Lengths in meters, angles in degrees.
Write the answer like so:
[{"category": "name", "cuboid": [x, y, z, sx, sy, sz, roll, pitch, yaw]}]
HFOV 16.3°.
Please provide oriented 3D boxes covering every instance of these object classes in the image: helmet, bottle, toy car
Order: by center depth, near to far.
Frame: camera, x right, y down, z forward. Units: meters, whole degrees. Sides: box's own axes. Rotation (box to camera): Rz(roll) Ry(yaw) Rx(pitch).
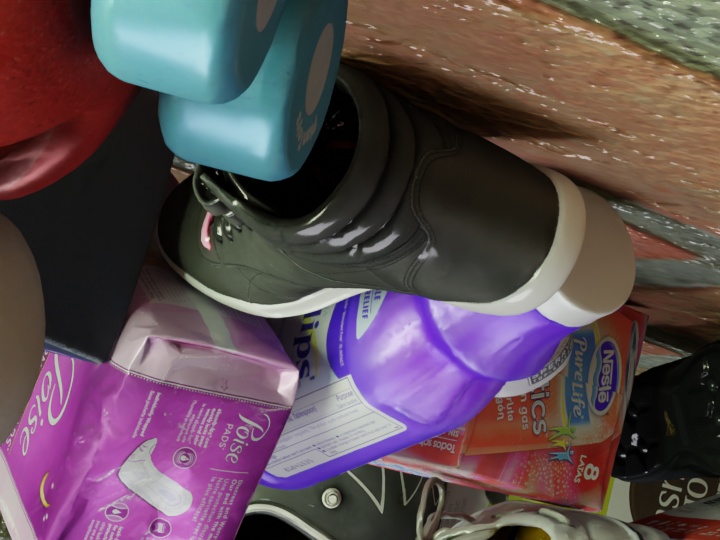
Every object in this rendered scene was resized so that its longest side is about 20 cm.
[{"category": "toy car", "cuboid": [-0.120, -0.014, 0.605, 0.184, 0.201, 0.177, 14, 173, 8]}, {"category": "bottle", "cuboid": [0.018, 0.022, 0.929, 0.065, 0.084, 0.200, 30, 147, -26]}, {"category": "helmet", "cuboid": [-0.051, 0.102, 1.369, 0.190, 0.201, 0.200, -27, 160, 12]}]

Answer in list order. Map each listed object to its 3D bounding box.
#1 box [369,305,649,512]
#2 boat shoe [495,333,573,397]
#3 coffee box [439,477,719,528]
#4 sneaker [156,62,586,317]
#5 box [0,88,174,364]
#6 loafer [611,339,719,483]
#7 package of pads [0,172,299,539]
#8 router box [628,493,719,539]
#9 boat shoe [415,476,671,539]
[{"category": "box", "cuboid": [0.019, 0.042, 1.147, 0.102, 0.095, 0.200, 20, 172, -43]}, {"category": "boat shoe", "cuboid": [0.000, 0.000, 1.045, 0.199, 0.069, 0.057, 12, 140, 37]}, {"category": "coffee box", "cuboid": [0.114, 0.169, 1.492, 0.197, 0.201, 0.200, 16, 172, -10]}, {"category": "sneaker", "cuboid": [-0.027, -0.031, 0.829, 0.099, 0.071, 0.200, 28, 165, -37]}, {"category": "box", "cuboid": [-0.187, -0.049, 0.866, 0.199, 0.105, 0.148, 12, 171, 32]}, {"category": "loafer", "cuboid": [0.174, 0.061, 1.126, 0.070, 0.068, 0.200, -13, 179, -22]}, {"category": "package of pads", "cuboid": [-0.100, 0.035, 0.969, 0.075, 0.121, 0.200, 13, -158, -28]}, {"category": "router box", "cuboid": [0.218, 0.109, 1.062, 0.179, 0.049, 0.200, -17, 179, -12]}, {"category": "boat shoe", "cuboid": [0.051, 0.131, 1.082, 0.086, 0.075, 0.202, 16, 171, -20]}]
